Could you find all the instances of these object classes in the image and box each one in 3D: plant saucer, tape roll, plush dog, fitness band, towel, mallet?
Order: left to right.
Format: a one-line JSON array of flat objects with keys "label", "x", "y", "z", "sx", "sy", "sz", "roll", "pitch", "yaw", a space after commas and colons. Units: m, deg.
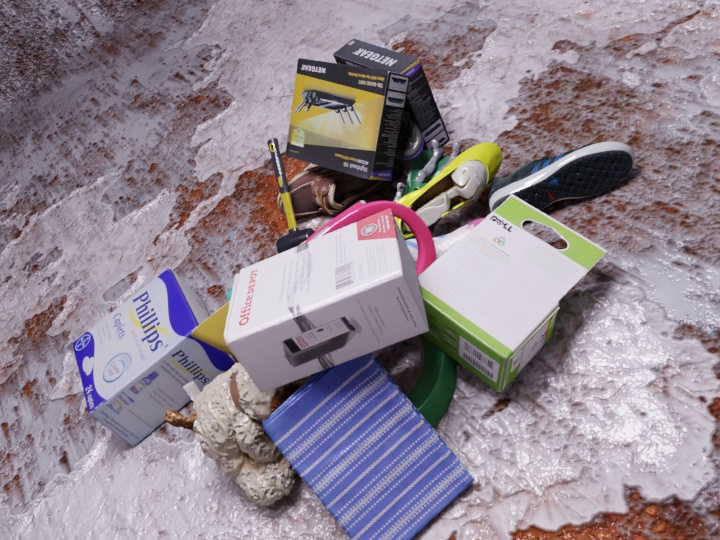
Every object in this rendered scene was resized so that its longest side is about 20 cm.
[{"label": "plush dog", "x": -0.127, "y": 0.154, "z": 0.861, "sx": 0.172, "sy": 0.160, "sz": 0.201, "roll": -45, "pitch": 35, "yaw": 23}, {"label": "plant saucer", "x": -0.109, "y": 0.060, "z": 0.972, "sx": 0.200, "sy": 0.200, "sz": 0.049, "roll": -39, "pitch": 72, "yaw": -3}, {"label": "mallet", "x": -0.113, "y": -0.120, "z": 1.154, "sx": 0.065, "sy": 0.041, "sz": 0.202, "roll": -9, "pitch": 87, "yaw": 23}, {"label": "fitness band", "x": 0.000, "y": 0.000, "z": 0.890, "sx": 0.199, "sy": 0.144, "sz": 0.037, "roll": -36, "pitch": 17, "yaw": -2}, {"label": "towel", "x": 0.007, "y": 0.194, "z": 0.760, "sx": 0.145, "sy": 0.024, "sz": 0.200, "roll": -40, "pitch": 84, "yaw": -7}, {"label": "tape roll", "x": 0.021, "y": 0.134, "z": 0.891, "sx": 0.199, "sy": 0.048, "sz": 0.201, "roll": -19, "pitch": 42, "yaw": 19}]

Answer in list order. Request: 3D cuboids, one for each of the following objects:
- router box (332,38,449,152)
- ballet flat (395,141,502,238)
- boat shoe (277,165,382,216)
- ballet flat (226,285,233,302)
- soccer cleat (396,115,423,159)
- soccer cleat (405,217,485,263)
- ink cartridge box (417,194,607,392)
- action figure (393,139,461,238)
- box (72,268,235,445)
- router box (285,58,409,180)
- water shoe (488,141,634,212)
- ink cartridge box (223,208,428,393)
[{"label": "router box", "x": 0.050, "y": -0.295, "z": 1.198, "sx": 0.052, "sy": 0.158, "sz": 0.200, "roll": -39, "pitch": 41, "yaw": -11}, {"label": "ballet flat", "x": 0.124, "y": -0.107, "z": 0.997, "sx": 0.199, "sy": 0.067, "sz": 0.067, "roll": -34, "pitch": 21, "yaw": 1}, {"label": "boat shoe", "x": -0.049, "y": -0.132, "z": 1.174, "sx": 0.199, "sy": 0.072, "sz": 0.072, "roll": -17, "pitch": 31, "yaw": 11}, {"label": "ballet flat", "x": -0.112, "y": 0.022, "z": 1.090, "sx": 0.199, "sy": 0.067, "sz": 0.071, "roll": -28, "pitch": 65, "yaw": 9}, {"label": "soccer cleat", "x": 0.051, "y": -0.218, "z": 1.173, "sx": 0.068, "sy": 0.073, "sz": 0.200, "roll": -57, "pitch": 38, "yaw": 0}, {"label": "soccer cleat", "x": 0.119, "y": -0.014, "z": 0.945, "sx": 0.199, "sy": 0.070, "sz": 0.086, "roll": -13, "pitch": 28, "yaw": 36}, {"label": "ink cartridge box", "x": 0.174, "y": 0.021, "z": 0.844, "sx": 0.148, "sy": 0.076, "sz": 0.200, "roll": 36, "pitch": 62, "yaw": 29}, {"label": "action figure", "x": 0.090, "y": -0.110, "z": 1.078, "sx": 0.118, "sy": 0.055, "sz": 0.201, "roll": 13, "pitch": 64, "yaw": 39}, {"label": "box", "x": -0.321, "y": 0.127, "z": 1.091, "sx": 0.200, "sy": 0.105, "sz": 0.184, "roll": -38, "pitch": 41, "yaw": -4}, {"label": "router box", "x": -0.026, "y": -0.238, "z": 1.104, "sx": 0.199, "sy": 0.052, "sz": 0.158, "roll": 21, "pitch": 108, "yaw": 40}, {"label": "water shoe", "x": 0.265, "y": -0.135, "z": 0.963, "sx": 0.199, "sy": 0.072, "sz": 0.079, "roll": -20, "pitch": 37, "yaw": 17}, {"label": "ink cartridge box", "x": -0.037, "y": 0.031, "z": 0.783, "sx": 0.199, "sy": 0.083, "sz": 0.147, "roll": -21, "pitch": 30, "yaw": 10}]
